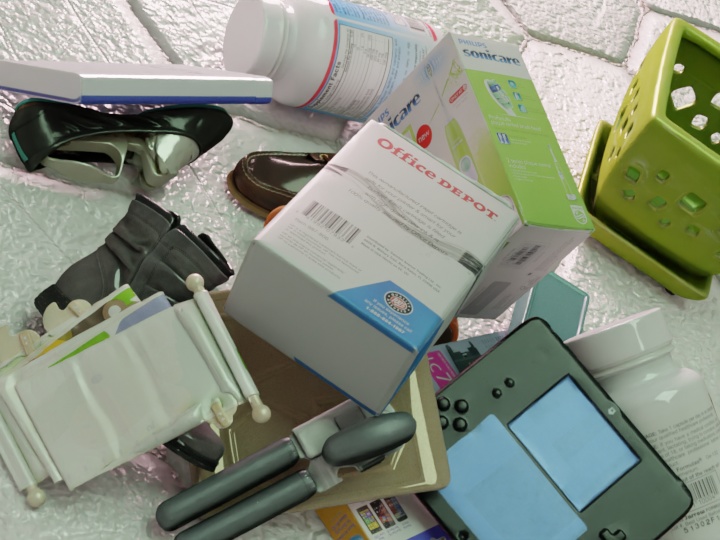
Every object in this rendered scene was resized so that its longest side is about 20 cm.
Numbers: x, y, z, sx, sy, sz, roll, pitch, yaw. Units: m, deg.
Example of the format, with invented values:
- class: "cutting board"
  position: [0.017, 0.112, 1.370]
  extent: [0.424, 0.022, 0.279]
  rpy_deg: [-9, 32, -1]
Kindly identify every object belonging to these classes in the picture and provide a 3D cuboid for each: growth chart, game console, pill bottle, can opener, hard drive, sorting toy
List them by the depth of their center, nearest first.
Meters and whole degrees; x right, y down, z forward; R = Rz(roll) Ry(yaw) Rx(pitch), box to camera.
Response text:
- class: "growth chart"
  position: [-0.180, 0.080, 1.253]
  extent: [0.199, 0.018, 0.145]
  rpy_deg: [-22, 69, -2]
- class: "can opener"
  position: [-0.055, 0.146, 1.281]
  extent: [0.199, 0.067, 0.053]
  rpy_deg: [-27, 75, -13]
- class: "sorting toy"
  position: [-0.041, 0.096, 1.355]
  extent: [0.199, 0.037, 0.186]
  rpy_deg: [-6, 68, -11]
- class: "game console"
  position: [0.139, 0.161, 1.376]
  extent: [0.177, 0.031, 0.200]
  rpy_deg: [-38, 82, -11]
- class: "pill bottle"
  position: [0.244, 0.139, 1.455]
  extent: [0.114, 0.114, 0.201]
  rpy_deg: [-18, 86, -46]
- class: "hard drive"
  position: [-0.192, -0.159, 1.476]
  extent: [0.200, 0.025, 0.132]
  rpy_deg: [-5, 14, -44]
- class: "pill bottle"
  position: [-0.024, -0.201, 1.650]
  extent: [0.199, 0.109, 0.109]
  rpy_deg: [10, 48, -31]

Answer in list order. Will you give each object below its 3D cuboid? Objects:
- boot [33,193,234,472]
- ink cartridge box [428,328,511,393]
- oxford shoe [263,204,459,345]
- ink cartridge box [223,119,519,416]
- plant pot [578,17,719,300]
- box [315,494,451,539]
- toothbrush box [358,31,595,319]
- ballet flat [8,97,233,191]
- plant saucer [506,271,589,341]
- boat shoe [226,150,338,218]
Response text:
- class: "boot"
  position: [-0.140, 0.041, 1.298]
  extent: [0.200, 0.132, 0.070]
  rpy_deg: [46, -2, 15]
- class: "ink cartridge box"
  position: [0.130, 0.110, 1.497]
  extent: [0.200, 0.042, 0.120]
  rpy_deg: [-8, 56, -46]
- class: "oxford shoe"
  position: [0.000, 0.000, 1.525]
  extent: [0.200, 0.071, 0.073]
  rpy_deg: [36, 29, -18]
- class: "ink cartridge box"
  position: [0.012, -0.007, 1.322]
  extent: [0.144, 0.084, 0.200]
  rpy_deg: [34, 42, 7]
- class: "plant pot"
  position: [0.335, -0.101, 1.783]
  extent: [0.199, 0.182, 0.200]
  rpy_deg: [33, 40, -9]
- class: "box"
  position: [0.003, 0.154, 1.400]
  extent: [0.119, 0.041, 0.200]
  rpy_deg: [-16, 67, -45]
- class: "toothbrush box"
  position: [0.096, -0.079, 1.503]
  extent: [0.086, 0.146, 0.201]
  rpy_deg: [6, 55, -37]
- class: "ballet flat"
  position: [-0.197, -0.101, 1.464]
  extent: [0.199, 0.068, 0.069]
  rpy_deg: [-1, 64, -26]
- class: "plant saucer"
  position: [0.161, 0.065, 1.522]
  extent: [0.070, 0.019, 0.200]
  rpy_deg: [32, 38, -7]
- class: "boat shoe"
  position: [-0.020, -0.077, 1.571]
  extent: [0.199, 0.070, 0.071]
  rpy_deg: [10, 51, -30]
